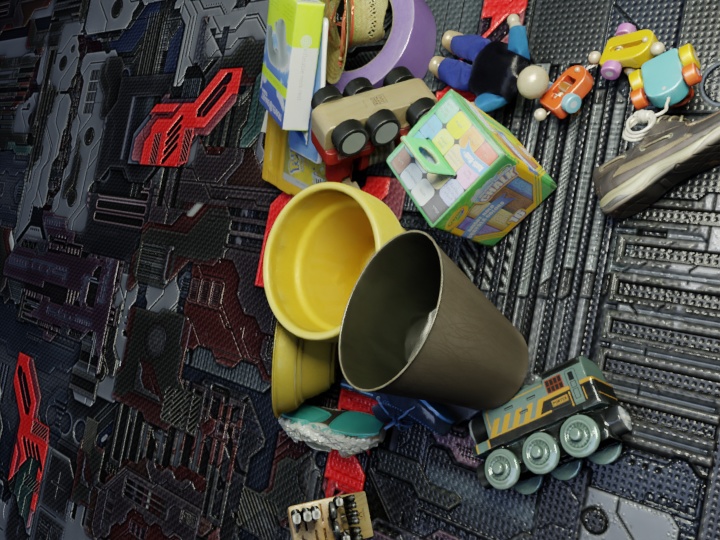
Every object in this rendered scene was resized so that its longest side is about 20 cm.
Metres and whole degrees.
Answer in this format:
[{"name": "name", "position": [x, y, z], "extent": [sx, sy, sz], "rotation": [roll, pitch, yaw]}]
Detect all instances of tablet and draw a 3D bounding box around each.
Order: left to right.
[{"name": "tablet", "position": [-0.078, -0.269, 0.989], "extent": [0.130, 0.014, 0.202], "rotation": [-142, 50, -57]}]

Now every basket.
[{"name": "basket", "position": [0.095, 0.078, 0.766], "extent": [0.135, 0.199, 0.182], "rotation": [8, 74, 49]}]

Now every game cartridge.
[{"name": "game cartridge", "position": [-0.087, -0.199, 1.073], "extent": [0.199, 0.032, 0.178], "rotation": [30, 122, 37]}]

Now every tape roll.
[{"name": "tape roll", "position": [0.010, -0.353, 1.014], "extent": [0.198, 0.085, 0.203], "rotation": [-4, 81, 29]}]

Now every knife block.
[{"name": "knife block", "position": [-0.073, 0.351, 0.910], "extent": [0.199, 0.175, 0.065], "rotation": [-25, 66, 32]}]

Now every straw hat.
[{"name": "straw hat", "position": [-0.005, -0.355, 0.921], "extent": [0.201, 0.084, 0.204], "rotation": [173, 90, -76]}]

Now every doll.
[{"name": "doll", "position": [0.173, -0.272, 0.883], "extent": [0.200, 0.048, 0.137], "rotation": [44, 110, 49]}]

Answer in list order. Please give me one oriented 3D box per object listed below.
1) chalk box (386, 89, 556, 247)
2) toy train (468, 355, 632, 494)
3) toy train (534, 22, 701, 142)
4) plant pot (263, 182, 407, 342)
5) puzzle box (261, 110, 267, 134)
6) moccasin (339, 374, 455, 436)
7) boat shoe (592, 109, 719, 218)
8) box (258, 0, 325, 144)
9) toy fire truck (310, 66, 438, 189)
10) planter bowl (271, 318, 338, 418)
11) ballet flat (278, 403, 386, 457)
[{"name": "chalk box", "position": [0.127, -0.127, 0.824], "extent": [0.124, 0.199, 0.125], "rotation": [-44, 59, 23]}, {"name": "toy train", "position": [0.215, 0.185, 0.782], "extent": [0.199, 0.085, 0.115], "rotation": [-35, 49, 31]}, {"name": "toy train", "position": [0.303, -0.207, 0.778], "extent": [0.151, 0.055, 0.200], "rotation": [-50, 34, 8]}, {"name": "plant pot", "position": [0.000, 0.000, 0.908], "extent": [0.199, 0.188, 0.203], "rotation": [-8, 77, 36]}, {"name": "puzzle box", "position": [-0.095, -0.324, 1.143], "extent": [0.132, 0.025, 0.202], "rotation": [16, 92, 37]}, {"name": "moccasin", "position": [0.047, 0.181, 0.916], "extent": [0.199, 0.080, 0.069], "rotation": [27, 84, 50]}, {"name": "boat shoe", "position": [0.344, -0.139, 0.738], "extent": [0.199, 0.074, 0.074], "rotation": [-35, 63, 27]}, {"name": "box", "position": [-0.104, -0.299, 0.968], "extent": [0.122, 0.047, 0.202], "rotation": [54, 141, 47]}, {"name": "toy fire truck", "position": [0.023, -0.162, 0.965], "extent": [0.129, 0.174, 0.201], "rotation": [59, 159, 30]}, {"name": "planter bowl", "position": [-0.074, 0.119, 0.984], "extent": [0.082, 0.200, 0.203], "rotation": [5, 84, 2]}, {"name": "ballet flat", "position": [-0.037, 0.240, 0.983], "extent": [0.198, 0.071, 0.073], "rotation": [3, 84, 40]}]
